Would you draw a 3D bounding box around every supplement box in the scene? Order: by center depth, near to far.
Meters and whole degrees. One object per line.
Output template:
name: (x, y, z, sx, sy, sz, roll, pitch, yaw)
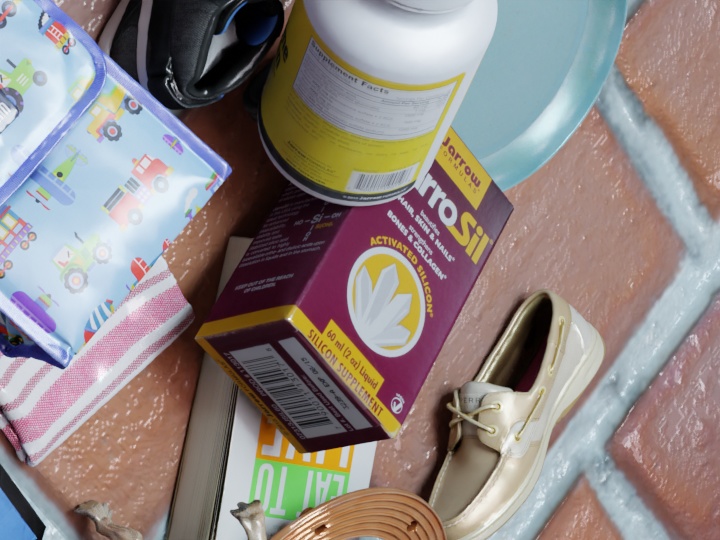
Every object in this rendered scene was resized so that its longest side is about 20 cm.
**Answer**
supplement box: (0.000, 0.000, 1.648, 0.110, 0.086, 0.200, 49, 50, -26)

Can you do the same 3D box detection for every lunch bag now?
lunch bag: (-0.199, -0.069, 1.488, 0.200, 0.094, 0.151, 46, 72, -23)

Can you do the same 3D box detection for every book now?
book: (-0.043, 0.088, 1.706, 0.134, 0.048, 0.200, 12, 86, -43)

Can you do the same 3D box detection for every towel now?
towel: (-0.186, -0.001, 1.572, 0.146, 0.030, 0.200, -43, 123, -27)

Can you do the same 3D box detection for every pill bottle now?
pill bottle: (0.014, -0.132, 1.536, 0.112, 0.112, 0.200, -35, 163, -32)

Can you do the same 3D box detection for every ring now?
ring: (-0.028, 0.219, 1.712, 0.200, 0.019, 0.201, -25, 137, -26)

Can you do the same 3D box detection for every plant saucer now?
plant saucer: (0.098, -0.141, 1.758, 0.200, 0.027, 0.200, -31, 138, -32)

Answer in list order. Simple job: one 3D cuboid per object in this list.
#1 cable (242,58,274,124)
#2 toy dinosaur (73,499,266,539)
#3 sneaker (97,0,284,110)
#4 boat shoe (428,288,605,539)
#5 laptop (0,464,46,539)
cable: (0.013, -0.158, 1.676, 0.200, 0.097, 0.050, -56, 140, -14)
toy dinosaur: (-0.108, 0.213, 1.601, 0.086, 0.200, 0.136, -61, 146, -67)
sneaker: (-0.077, -0.185, 1.579, 0.073, 0.112, 0.200, 23, 82, -42)
boat shoe: (0.091, 0.097, 1.806, 0.069, 0.074, 0.200, 52, 55, -31)
laptop: (-0.255, 0.166, 1.490, 0.103, 0.200, 0.177, -28, 121, 7)
